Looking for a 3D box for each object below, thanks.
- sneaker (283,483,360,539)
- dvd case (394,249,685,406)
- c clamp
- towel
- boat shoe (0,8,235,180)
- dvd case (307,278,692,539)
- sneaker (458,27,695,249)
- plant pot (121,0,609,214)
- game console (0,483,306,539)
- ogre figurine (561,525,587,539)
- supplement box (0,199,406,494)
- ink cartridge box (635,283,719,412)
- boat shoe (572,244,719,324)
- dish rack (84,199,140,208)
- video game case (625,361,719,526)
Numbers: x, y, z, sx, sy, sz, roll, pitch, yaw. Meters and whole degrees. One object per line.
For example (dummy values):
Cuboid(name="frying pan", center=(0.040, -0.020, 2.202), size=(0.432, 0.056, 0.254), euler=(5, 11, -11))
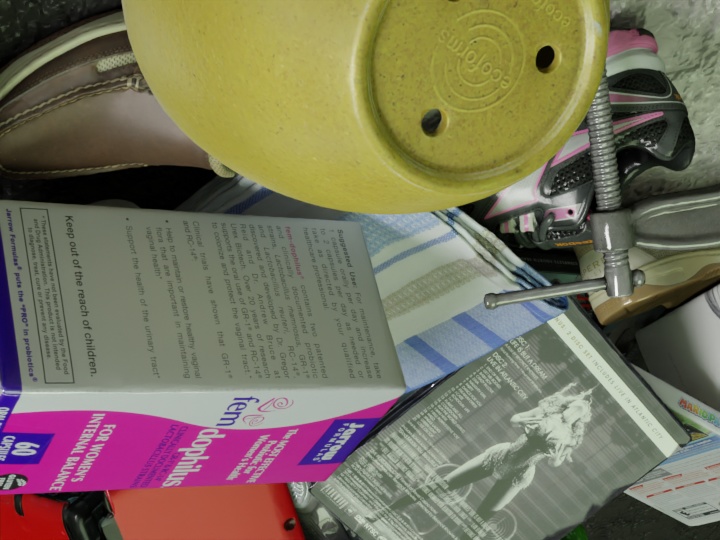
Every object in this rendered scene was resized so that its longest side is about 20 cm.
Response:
Cuboid(name="sneaker", center=(-0.006, 0.131, 0.932), size=(0.113, 0.075, 0.202), euler=(-35, 108, -26))
Cuboid(name="dvd case", center=(0.121, 0.044, 0.974), size=(0.198, 0.022, 0.146), euler=(4, 136, -36))
Cuboid(name="c clamp", center=(0.144, -0.084, 0.718), size=(0.168, 0.203, 0.027), euler=(-3, -174, -3))
Cuboid(name="towel", center=(0.000, 0.000, 0.766), size=(0.199, 0.024, 0.146), euler=(34, 133, -31))
Cuboid(name="boat shoe", center=(-0.078, -0.079, 0.646), size=(0.200, 0.075, 0.075), euler=(-21, 145, -5))
Cuboid(name="dvd case", center=(0.087, 0.116, 0.876), size=(0.199, 0.016, 0.149), euler=(-39, 116, 12))
Cuboid(name="sneaker", center=(0.093, -0.043, 0.772), size=(0.199, 0.087, 0.080), euler=(-38, 156, 19))
Cuboid(name="plant pot", center=(0.018, -0.103, 0.552), size=(0.198, 0.142, 0.202), euler=(-9, 116, -19))
Cuboid(name="game console", center=(-0.130, 0.194, 0.902), size=(0.119, 0.171, 0.202), euler=(-40, 124, -41))
Cuboid(name="ogre figurine", center=(0.122, 0.179, 1.020), size=(0.199, 0.120, 0.099), euler=(29, 101, -13))
Cuboid(name="supplement box", center=(-0.093, 0.039, 0.680), size=(0.198, 0.104, 0.101), euler=(1, 146, -29))
Cuboid(name="ink cartridge box", center=(0.302, 0.027, 0.935), size=(0.145, 0.084, 0.200), euler=(-14, 165, -38))
Cuboid(name="boat shoe", center=(0.197, -0.016, 0.898), size=(0.072, 0.066, 0.199), euler=(-35, 166, 36))
Cuboid(name="dish rack", center=(-0.174, 0.040, 0.770), size=(0.170, 0.044, 0.201), euler=(-17, 145, -7))
Cuboid(name="video game case", center=(0.195, 0.117, 0.958), size=(0.199, 0.018, 0.143), euler=(28, 152, -18))
